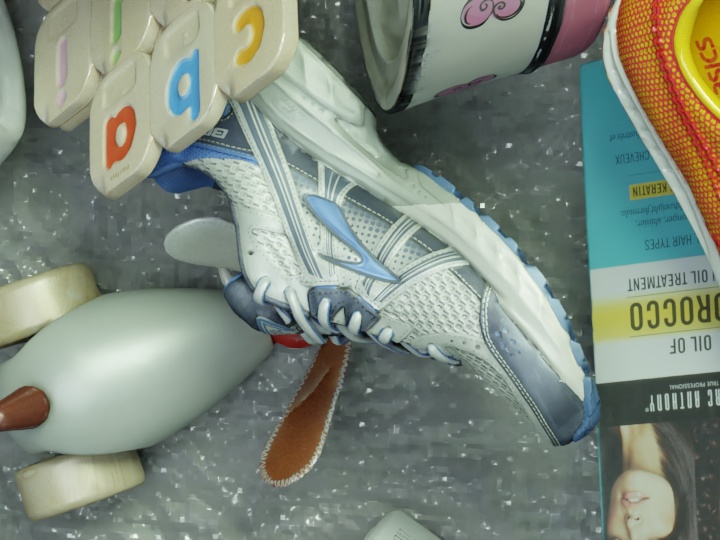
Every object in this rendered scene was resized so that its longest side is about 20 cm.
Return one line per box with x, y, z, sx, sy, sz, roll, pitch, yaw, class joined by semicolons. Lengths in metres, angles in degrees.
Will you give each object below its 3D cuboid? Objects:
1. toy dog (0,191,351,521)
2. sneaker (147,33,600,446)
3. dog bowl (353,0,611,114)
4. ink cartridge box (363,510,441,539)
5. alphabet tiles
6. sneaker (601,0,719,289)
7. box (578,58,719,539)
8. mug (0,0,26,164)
-0.066;0.028;1.055;0.200;0.096;0.132;-39;88;14;toy dog
0.000;0.000;0.995;0.085;0.077;0.200;-45;73;-4;sneaker
0.040;-0.155;0.967;0.074;0.200;0.200;-3;97;-7;dog bowl
-0.013;0.183;1.012;0.087;0.200;0.145;36;102;2;ink cartridge box
-0.059;-0.132;1.002;0.200;0.015;0.196;-33;50;44;alphabet tiles
0.150;-0.017;0.913;0.073;0.077;0.200;-40;98;-23;sneaker
0.127;0.021;0.989;0.082;0.049;0.200;-8;80;36;box
-0.228;-0.093;1.052;0.175;0.148;0.200;-14;87;8;mug
